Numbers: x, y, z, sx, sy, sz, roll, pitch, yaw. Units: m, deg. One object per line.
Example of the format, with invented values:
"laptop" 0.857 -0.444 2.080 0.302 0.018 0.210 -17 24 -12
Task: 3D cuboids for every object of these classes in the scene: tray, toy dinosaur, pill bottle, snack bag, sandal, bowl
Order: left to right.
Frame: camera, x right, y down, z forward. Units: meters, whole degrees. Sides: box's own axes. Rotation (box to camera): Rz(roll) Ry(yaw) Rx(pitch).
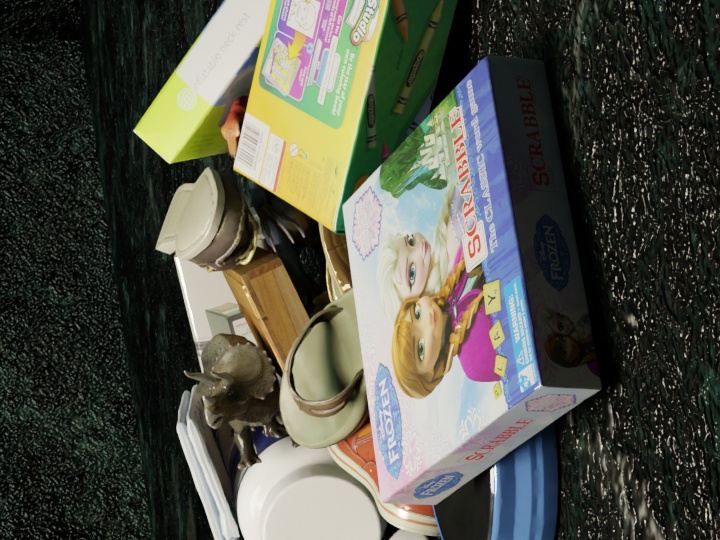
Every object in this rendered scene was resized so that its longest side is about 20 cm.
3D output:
"snack bag" -0.110 0.199 1.711 0.189 0.021 0.200 -135 28 -85
"toy dinosaur" -0.089 0.087 1.607 0.200 0.077 0.102 -120 14 -73
"toy dinosaur" -0.070 -0.053 1.636 0.200 0.105 0.182 -9 120 49
"tray" -0.067 0.036 1.629 0.099 0.037 0.200 65 175 -6
"pill bottle" -0.040 0.177 1.663 0.200 0.120 0.120 -124 31 -77
"sandal" -0.021 0.061 1.447 0.080 0.057 0.201 61 149 17
"bowl" 0.075 0.100 1.313 0.201 0.039 0.201 175 90 -78

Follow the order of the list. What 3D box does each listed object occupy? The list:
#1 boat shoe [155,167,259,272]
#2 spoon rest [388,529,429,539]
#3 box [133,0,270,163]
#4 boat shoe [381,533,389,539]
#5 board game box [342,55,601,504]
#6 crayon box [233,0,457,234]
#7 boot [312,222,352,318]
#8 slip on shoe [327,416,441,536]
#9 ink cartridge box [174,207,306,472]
"boat shoe" -0.108 -0.032 1.586 0.200 0.059 0.072 172 119 -76
"spoon rest" 0.039 0.238 1.530 0.200 0.061 0.099 41 -129 -88
"box" -0.079 -0.174 1.605 0.200 0.048 0.122 -52 -12 21
"boat shoe" -0.002 0.295 1.638 0.071 0.091 0.200 100 161 -51
"board game box" 0.057 0.011 1.215 0.200 0.041 0.200 135 133 -54
"crayon box" -0.008 -0.136 1.360 0.119 0.058 0.200 33 115 45
"boot" 0.000 0.000 1.549 0.155 0.073 0.200 170 85 -78
"slip on shoe" 0.027 0.127 1.500 0.200 0.074 0.061 -136 57 -69
"ink cartridge box" -0.092 0.055 1.839 0.146 0.084 0.200 -75 -27 -76
